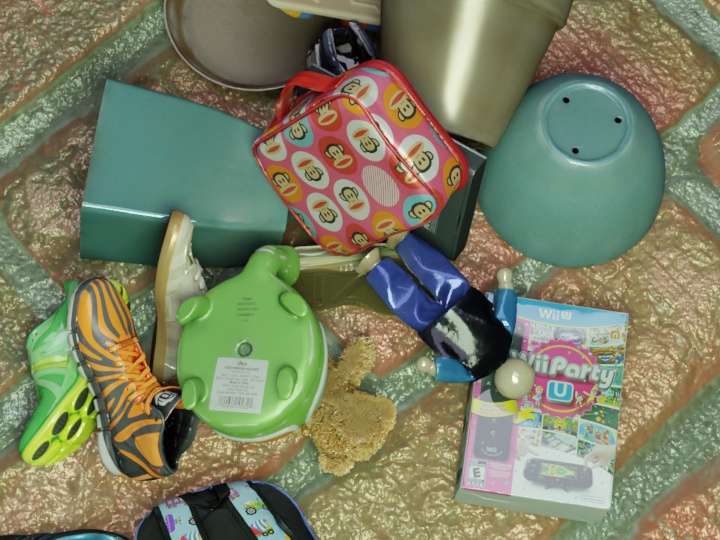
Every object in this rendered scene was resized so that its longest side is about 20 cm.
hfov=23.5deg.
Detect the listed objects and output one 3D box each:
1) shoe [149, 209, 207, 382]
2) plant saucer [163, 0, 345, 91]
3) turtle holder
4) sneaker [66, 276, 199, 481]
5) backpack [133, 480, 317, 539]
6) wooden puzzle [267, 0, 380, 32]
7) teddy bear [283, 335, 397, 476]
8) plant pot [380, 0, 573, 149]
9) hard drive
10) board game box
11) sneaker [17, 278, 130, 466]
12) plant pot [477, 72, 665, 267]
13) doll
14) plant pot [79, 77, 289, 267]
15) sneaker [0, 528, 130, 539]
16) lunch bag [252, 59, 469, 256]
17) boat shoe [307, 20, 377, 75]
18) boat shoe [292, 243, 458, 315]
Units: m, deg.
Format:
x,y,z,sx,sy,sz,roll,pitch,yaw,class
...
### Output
x,y,z,sx,sy,sz,roll,pitch,yaw,class
-0.171,0.026,1.667,0.053,0.201,0.070,6,39,-5,shoe
-0.111,-0.277,1.861,0.199,0.032,0.201,1,70,-2,plant saucer
-0.100,0.072,1.612,0.140,0.132,0.186,-25,65,5,turtle holder
-0.206,0.101,1.638,0.077,0.112,0.201,-25,105,-44,sneaker
-0.114,0.297,1.583,0.182,0.135,0.200,-16,45,-20,backpack
-0.038,-0.320,1.821,0.199,0.046,0.186,10,47,-30,wooden puzzle
-0.051,0.115,1.702,0.199,0.067,0.145,25,61,15,teddy bear
0.097,-0.217,1.712,0.199,0.200,0.174,14,89,4,plant pot
0.022,-0.105,1.702,0.199,0.140,0.033,30,55,15,hard drive
0.177,0.134,1.694,0.147,0.064,0.201,8,68,1,board game box
-0.290,0.099,1.699,0.083,0.074,0.201,10,66,21,sneaker
0.220,-0.120,1.754,0.199,0.135,0.201,1,69,-1,plant pot
0.093,0.042,1.658,0.136,0.048,0.200,-41,82,-17,doll
-0.170,-0.084,1.733,0.199,0.141,0.142,9,69,-6,plant pot
-0.310,0.273,1.618,0.199,0.082,0.074,-12,71,-5,sneaker
-0.012,-0.111,1.624,0.176,0.200,0.082,51,55,-14,lunch bag
-0.001,-0.158,1.770,0.074,0.093,0.201,-21,83,-13,boat shoe
-0.001,0.002,1.732,0.199,0.074,0.063,-4,34,-11,boat shoe
